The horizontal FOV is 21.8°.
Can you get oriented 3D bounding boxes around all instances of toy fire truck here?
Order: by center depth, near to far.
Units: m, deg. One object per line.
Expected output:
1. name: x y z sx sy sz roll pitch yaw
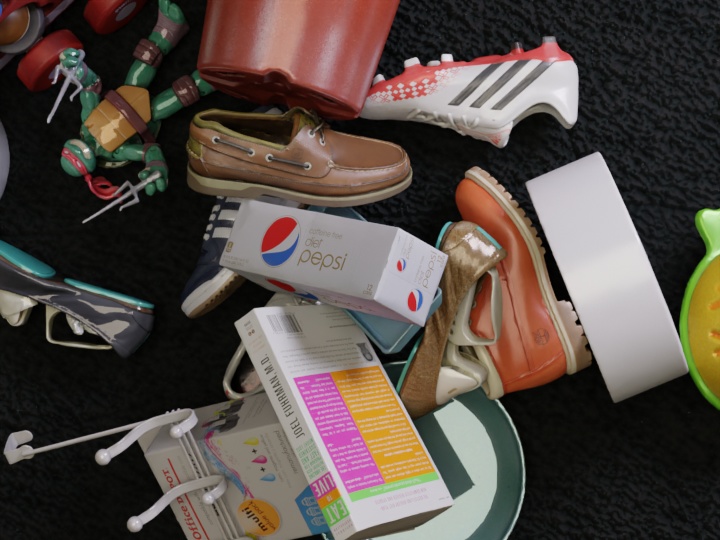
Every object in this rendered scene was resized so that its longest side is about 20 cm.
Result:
1. toy fire truck: -0.289 -0.252 1.661 0.200 0.168 0.112 -40 83 4

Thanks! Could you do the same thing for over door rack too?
1. over door rack: -0.203 0.203 1.593 0.198 0.067 0.149 -11 114 28

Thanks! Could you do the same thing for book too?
1. book: -0.015 0.122 1.544 0.048 0.133 0.201 -35 71 29

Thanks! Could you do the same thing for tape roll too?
1. tape roll: 0.207 0.006 1.567 0.070 0.202 0.204 -23 85 5

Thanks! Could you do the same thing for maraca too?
1. maraca: 0.339 0.028 1.595 0.136 0.107 0.202 5 81 -10

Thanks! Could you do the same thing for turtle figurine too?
1. turtle figurine: -0.213 -0.143 1.682 0.150 0.101 0.200 46 78 -7

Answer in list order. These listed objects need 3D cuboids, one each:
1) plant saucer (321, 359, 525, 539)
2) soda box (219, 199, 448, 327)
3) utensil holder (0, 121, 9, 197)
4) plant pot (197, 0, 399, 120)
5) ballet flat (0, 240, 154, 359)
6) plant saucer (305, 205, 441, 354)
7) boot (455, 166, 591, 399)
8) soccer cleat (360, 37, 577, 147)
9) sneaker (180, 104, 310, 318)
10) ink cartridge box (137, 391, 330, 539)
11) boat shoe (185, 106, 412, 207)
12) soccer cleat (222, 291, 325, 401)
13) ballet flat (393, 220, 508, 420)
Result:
1. plant saucer: 0.049 0.181 1.664 0.198 0.036 0.202 0 87 8
2. soda box: -0.025 -0.009 1.554 0.199 0.068 0.064 11 78 46
3. utensil holder: -0.416 -0.105 1.657 0.168 0.200 0.172 0 87 8
4. plant pot: -0.048 -0.243 1.603 0.199 0.201 0.197 14 84 8
5. ballet flat: -0.285 0.027 1.701 0.198 0.073 0.074 23 91 6
6. plant saucer: 0.000 0.000 1.596 0.070 0.019 0.200 -48 43 2
7. boot: 0.114 0.012 1.631 0.106 0.075 0.202 -24 84 -7
8. soccer cleat: 0.096 -0.147 1.648 0.198 0.069 0.086 -11 82 3
9. sneaker: -0.116 -0.060 1.678 0.108 0.070 0.200 42 87 3
10. ink cartridge box: -0.107 0.178 1.625 0.198 0.068 0.116 -15 113 24
11. boat shoe: -0.050 -0.101 1.602 0.198 0.072 0.069 -1 121 -10
12. soccer cleat: -0.052 0.041 1.658 0.069 0.085 0.200 41 94 8
13. ballet flat: 0.081 0.055 1.583 0.072 0.068 0.202 22 114 16
